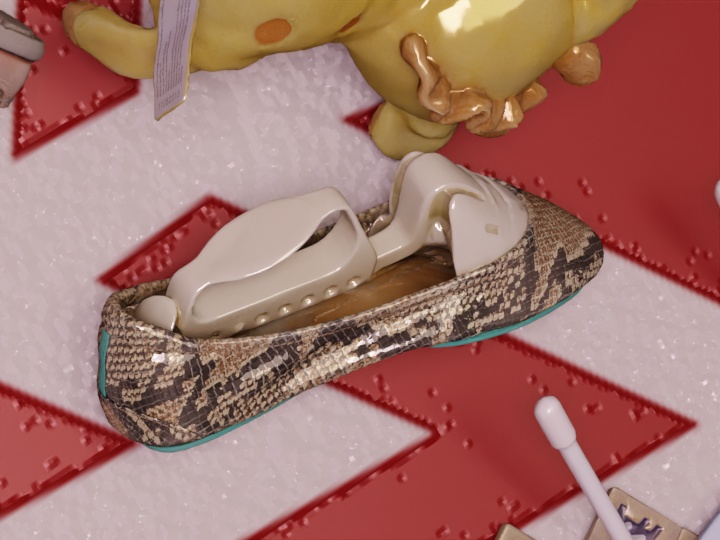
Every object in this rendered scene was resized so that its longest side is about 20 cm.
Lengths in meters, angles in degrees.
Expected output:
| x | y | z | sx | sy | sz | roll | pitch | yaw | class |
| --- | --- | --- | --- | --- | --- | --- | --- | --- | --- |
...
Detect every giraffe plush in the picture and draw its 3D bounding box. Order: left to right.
| x | y | z | sx | sy | sz | roll | pitch | yaw | class |
| --- | --- | --- | --- | --- | --- | --- | --- | --- | --- |
| 0.013 | -0.118 | 0.966 | 0.162 | 0.173 | 0.200 | 23 | 75 | -36 | giraffe plush |

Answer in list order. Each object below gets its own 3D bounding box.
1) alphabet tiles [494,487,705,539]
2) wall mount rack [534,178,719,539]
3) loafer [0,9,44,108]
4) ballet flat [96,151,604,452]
| x | y | z | sx | sy | sz | roll | pitch | yaw | class |
| --- | --- | --- | --- | --- | --- | --- | --- | --- | --- |
| 0.090 | 0.191 | 1.044 | 0.166 | 0.006 | 0.200 | 32 | 75 | -18 | alphabet tiles |
| 0.155 | 0.074 | 1.041 | 0.174 | 0.075 | 0.200 | 41 | 65 | 2 | wall mount rack |
| -0.205 | -0.090 | 0.916 | 0.200 | 0.072 | 0.063 | 23 | 94 | -13 | loafer |
| 0.000 | 0.000 | 0.981 | 0.200 | 0.068 | 0.075 | -20 | 131 | -21 | ballet flat |
